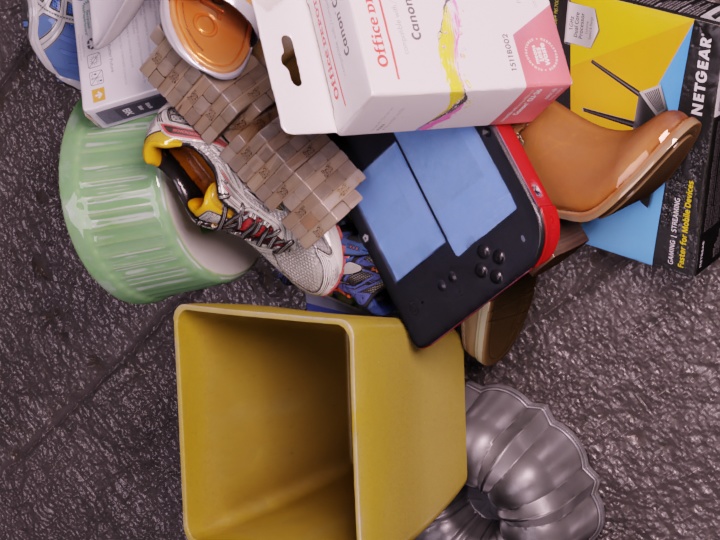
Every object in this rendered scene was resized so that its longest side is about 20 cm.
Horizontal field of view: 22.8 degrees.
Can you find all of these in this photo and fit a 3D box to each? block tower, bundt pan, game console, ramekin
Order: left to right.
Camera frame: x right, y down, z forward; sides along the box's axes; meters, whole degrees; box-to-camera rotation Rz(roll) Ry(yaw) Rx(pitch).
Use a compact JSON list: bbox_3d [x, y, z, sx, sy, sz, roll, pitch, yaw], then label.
[{"bbox_3d":[-0.159,-0.074,1.544,0.097,0.200,0.201,-6,109,31],"label":"ramekin"},{"bbox_3d":[-0.083,-0.113,1.378,0.200,0.054,0.058,48,138,-2],"label":"block tower"},{"bbox_3d":[0.053,-0.063,1.346,0.177,0.031,0.201,-38,72,40],"label":"game console"},{"bbox_3d":[0.108,0.203,1.560,0.201,0.076,0.203,16,121,29],"label":"bundt pan"}]

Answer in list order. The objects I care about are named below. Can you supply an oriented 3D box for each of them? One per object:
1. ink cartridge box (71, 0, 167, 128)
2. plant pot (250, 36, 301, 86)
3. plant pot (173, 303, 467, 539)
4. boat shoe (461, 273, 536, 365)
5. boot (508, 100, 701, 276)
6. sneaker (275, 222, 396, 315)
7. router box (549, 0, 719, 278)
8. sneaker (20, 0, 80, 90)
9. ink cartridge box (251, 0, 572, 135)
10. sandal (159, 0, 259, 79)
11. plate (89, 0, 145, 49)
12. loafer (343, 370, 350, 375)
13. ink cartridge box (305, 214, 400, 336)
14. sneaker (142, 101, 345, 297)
[{"bbox_3d":[-0.142,-0.237,1.465,0.199,0.043,0.199,-14,70,16],"label":"ink cartridge box"},{"bbox_3d":[0.003,-0.142,1.411,0.199,0.028,0.200,0,144,0],"label":"plant pot"},{"bbox_3d":[-0.018,0.122,1.469,0.199,0.176,0.201,4,99,42],"label":"plant pot"},{"bbox_3d":[0.102,-0.023,1.458,0.066,0.074,0.201,18,112,33],"label":"boat shoe"},{"bbox_3d":[0.146,-0.104,1.319,0.156,0.077,0.200,58,141,9],"label":"boot"},{"bbox_3d":[0.000,0.000,1.469,0.200,0.075,0.079,-7,94,50],"label":"sneaker"},{"bbox_3d":[0.206,-0.110,1.341,0.149,0.051,0.201,19,122,31],"label":"router box"},{"bbox_3d":[-0.257,-0.255,1.601,0.077,0.076,0.201,9,119,38],"label":"sneaker"},{"bbox_3d":[0.035,-0.161,1.236,0.067,0.199,0.117,-43,58,59],"label":"ink cartridge box"},{"bbox_3d":[-0.095,-0.244,1.361,0.079,0.207,0.059,23,150,-21],"label":"sandal"},{"bbox_3d":[-0.163,-0.302,1.389,0.200,0.032,0.201,-48,42,44],"label":"plate"},{"bbox_3d":[-0.052,0.129,1.643,0.200,0.070,0.075,-20,105,43],"label":"loafer"},{"bbox_3d":[0.005,-0.006,1.557,0.119,0.042,0.201,12,120,33],"label":"ink cartridge box"},{"bbox_3d":[-0.096,-0.050,1.421,0.200,0.082,0.078,44,135,-5],"label":"sneaker"}]
